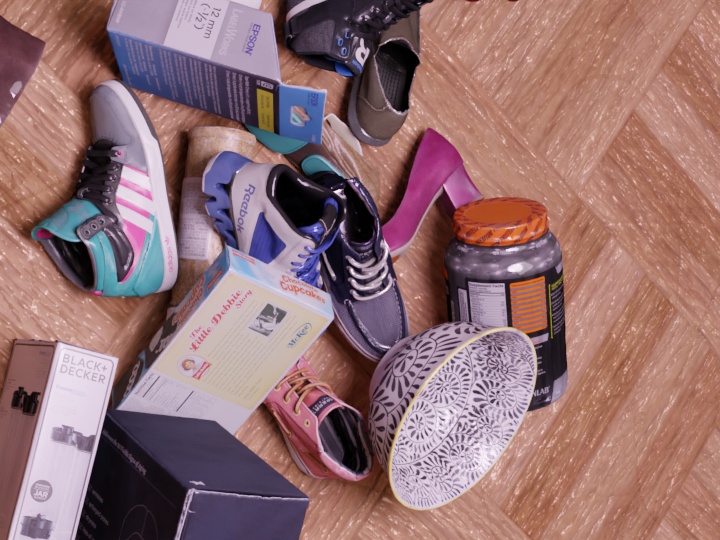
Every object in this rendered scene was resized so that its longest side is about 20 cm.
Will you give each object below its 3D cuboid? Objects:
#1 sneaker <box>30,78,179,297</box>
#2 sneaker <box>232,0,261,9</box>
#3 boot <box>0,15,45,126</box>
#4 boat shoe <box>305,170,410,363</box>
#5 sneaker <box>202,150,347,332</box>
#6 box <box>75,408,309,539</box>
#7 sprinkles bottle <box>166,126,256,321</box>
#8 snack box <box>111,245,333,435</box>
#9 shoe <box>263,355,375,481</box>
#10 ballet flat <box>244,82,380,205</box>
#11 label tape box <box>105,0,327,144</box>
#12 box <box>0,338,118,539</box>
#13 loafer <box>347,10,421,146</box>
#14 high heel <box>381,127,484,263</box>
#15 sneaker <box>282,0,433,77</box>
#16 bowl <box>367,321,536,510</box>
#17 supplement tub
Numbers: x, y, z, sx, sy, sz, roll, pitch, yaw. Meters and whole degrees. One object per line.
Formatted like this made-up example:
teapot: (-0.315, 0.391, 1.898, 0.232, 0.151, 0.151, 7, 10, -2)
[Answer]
sneaker: (-0.243, -0.065, 1.419, 0.120, 0.083, 0.202, -19, 100, -40)
sneaker: (-0.156, -0.330, 1.480, 0.099, 0.075, 0.202, -21, 99, -32)
boot: (-0.377, -0.167, 1.339, 0.166, 0.072, 0.201, 37, 67, -23)
boat shoe: (0.000, 0.000, 1.501, 0.074, 0.093, 0.201, -28, 98, -13)
sneaker: (-0.064, -0.017, 1.438, 0.081, 0.114, 0.201, -44, 124, -41)
box: (-0.160, 0.249, 1.363, 0.123, 0.200, 0.198, 8, 101, -32)
sprinkles bottle: (-0.142, -0.033, 1.486, 0.068, 0.068, 0.202, 9, 84, -31)
snack box: (-0.128, 0.077, 1.435, 0.116, 0.037, 0.200, 26, 120, -28)
shoe: (-0.056, 0.118, 1.520, 0.071, 0.091, 0.201, -37, 107, -27)
ballet flat: (-0.048, -0.137, 1.556, 0.200, 0.068, 0.073, 42, 48, -24)
label tape box: (-0.120, -0.189, 1.414, 0.198, 0.143, 0.067, 16, 77, 1)
box: (-0.280, 0.163, 1.366, 0.060, 0.116, 0.202, 17, 79, -30)
loafer: (0.036, -0.226, 1.590, 0.075, 0.069, 0.202, 14, 70, -31)
high heel: (0.030, -0.065, 1.606, 0.199, 0.067, 0.096, -34, 84, -18)
sneaker: (0.020, -0.244, 1.523, 0.073, 0.198, 0.113, 40, 47, -60)
bowl: (0.071, 0.122, 1.520, 0.200, 0.094, 0.202, -29, 137, -31)
supplement tub: (0.149, 0.035, 1.607, 0.122, 0.122, 0.202, -18, 114, -31)
